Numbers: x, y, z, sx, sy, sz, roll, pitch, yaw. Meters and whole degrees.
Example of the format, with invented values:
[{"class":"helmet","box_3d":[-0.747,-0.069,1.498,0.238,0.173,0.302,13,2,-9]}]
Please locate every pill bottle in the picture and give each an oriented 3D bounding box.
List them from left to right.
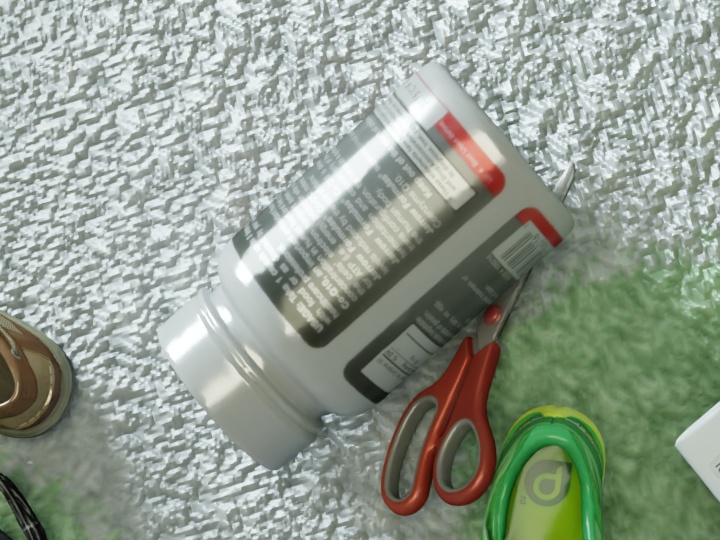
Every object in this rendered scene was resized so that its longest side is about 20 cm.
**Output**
[{"class":"pill bottle","box_3d":[0.000,0.000,1.055,0.200,0.114,0.114,-41,78,5]}]

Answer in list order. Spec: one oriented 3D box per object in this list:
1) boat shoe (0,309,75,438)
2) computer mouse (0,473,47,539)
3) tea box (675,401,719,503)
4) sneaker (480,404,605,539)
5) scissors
[{"class":"boat shoe","box_3d":[-0.248,0.026,1.122,0.199,0.072,0.076,22,89,12]},{"class":"computer mouse","box_3d":[-0.253,0.106,1.128,0.199,0.034,0.059,32,110,11]},{"class":"tea box","box_3d":[0.286,0.098,0.978,0.196,0.134,0.200,-39,79,6]},{"class":"sneaker","box_3d":[0.084,0.167,1.036,0.074,0.084,0.201,2,85,11]},{"class":"scissors","box_3d":[0.060,0.034,1.086,0.073,0.014,0.201,-2,65,47]}]
